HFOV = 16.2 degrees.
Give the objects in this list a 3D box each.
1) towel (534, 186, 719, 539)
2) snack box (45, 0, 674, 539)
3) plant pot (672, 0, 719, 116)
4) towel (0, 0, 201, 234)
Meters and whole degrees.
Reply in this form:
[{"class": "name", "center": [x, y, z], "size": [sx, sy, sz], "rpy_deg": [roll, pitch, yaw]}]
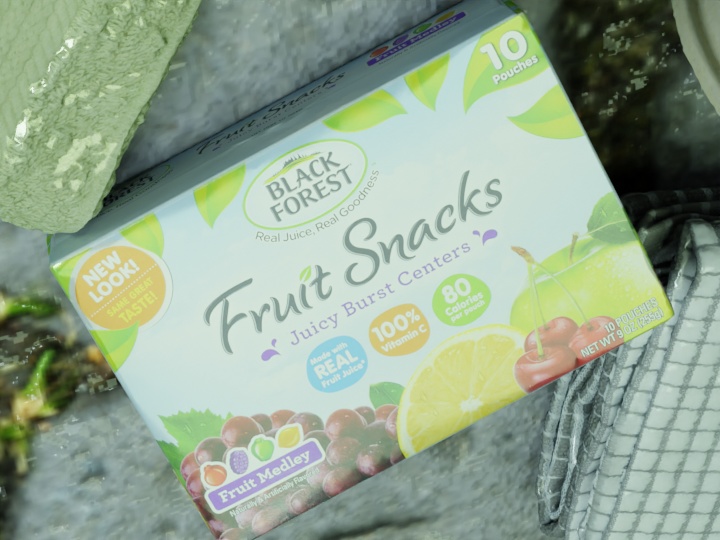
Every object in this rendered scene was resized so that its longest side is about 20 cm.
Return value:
[{"class": "towel", "center": [0.173, 0.044, 1.100], "size": [0.166, 0.086, 0.200], "rpy_deg": [-2, 129, -18]}, {"class": "snack box", "center": [0.000, 0.000, 0.975], "size": [0.200, 0.053, 0.142], "rpy_deg": [-29, 110, 2]}, {"class": "plant pot", "center": [0.243, -0.116, 0.884], "size": [0.200, 0.200, 0.183], "rpy_deg": [11, 135, -30]}, {"class": "towel", "center": [-0.120, -0.103, 0.875], "size": [0.148, 0.036, 0.200], "rpy_deg": [13, 123, -31]}]
